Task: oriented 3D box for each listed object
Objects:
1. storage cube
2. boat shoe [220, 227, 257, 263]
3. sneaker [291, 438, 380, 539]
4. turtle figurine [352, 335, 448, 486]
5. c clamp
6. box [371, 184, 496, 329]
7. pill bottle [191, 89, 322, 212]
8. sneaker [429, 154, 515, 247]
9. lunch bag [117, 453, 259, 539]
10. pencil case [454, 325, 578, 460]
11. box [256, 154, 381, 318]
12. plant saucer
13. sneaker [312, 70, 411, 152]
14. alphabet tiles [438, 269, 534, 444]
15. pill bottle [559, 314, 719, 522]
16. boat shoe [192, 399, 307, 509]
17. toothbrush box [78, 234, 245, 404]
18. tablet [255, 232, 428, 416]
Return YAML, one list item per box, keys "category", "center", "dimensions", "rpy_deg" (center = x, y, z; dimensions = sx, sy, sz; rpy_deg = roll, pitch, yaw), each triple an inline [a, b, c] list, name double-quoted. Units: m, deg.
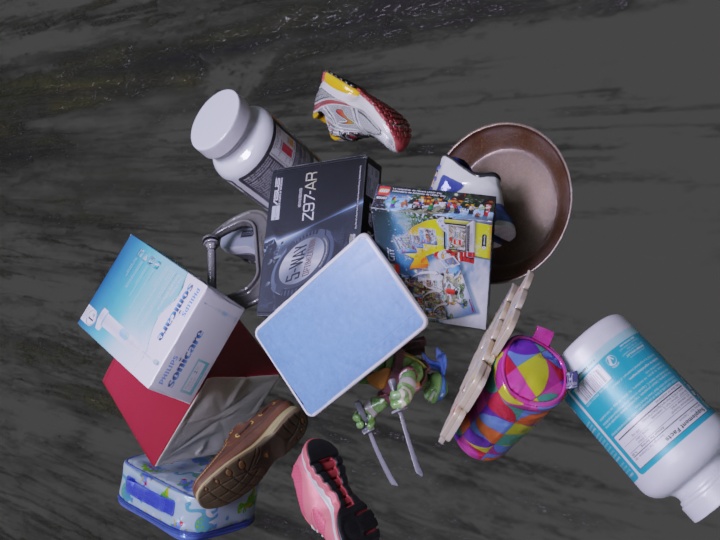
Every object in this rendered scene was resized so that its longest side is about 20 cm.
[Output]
- category: "storage cube"
  center: [-0.264, 0.167, 1.057]
  dimensions: [0.180, 0.169, 0.202]
  rpy_deg: [44, 108, 29]
- category: "boat shoe"
  center: [-0.144, -0.037, 1.049]
  dimensions: [0.197, 0.066, 0.072]
  rpy_deg: [-1, 62, 45]
- category: "sneaker"
  center: [-0.039, 0.345, 0.953]
  dimensions: [0.087, 0.072, 0.203]
  rpy_deg: [-49, 56, 35]
- category: "turtle figurine"
  center: [0.010, 0.165, 0.858]
  dimensions: [0.190, 0.144, 0.205]
  rpy_deg: [24, 90, 0]
- category: "c clamp"
  center: [-0.198, 0.000, 0.981]
  dimensions: [0.166, 0.027, 0.204]
  rpy_deg: [-18, 52, 17]
- category: "box"
  center: [0.089, -0.011, 0.797]
  dimensions: [0.132, 0.203, 0.038]
  rpy_deg: [9, 53, 14]
- category: "pill bottle"
  center: [-0.145, -0.165, 0.985]
  dimensions: [0.114, 0.199, 0.120]
  rpy_deg: [-17, 57, 28]
- category: "sneaker"
  center: [0.105, -0.076, 0.853]
  dimensions: [0.196, 0.080, 0.119]
  rpy_deg: [-16, 62, 37]
- category: "lunch bag"
  center: [-0.270, 0.345, 1.046]
  dimensions: [0.196, 0.159, 0.085]
  rpy_deg: [9, 89, 34]
- category: "pencil case"
  center: [0.165, 0.147, 0.756]
  dimensions: [0.090, 0.086, 0.202]
  rpy_deg: [60, 156, 24]
- category: "box"
  center: [-0.054, -0.039, 0.883]
  dimensions: [0.156, 0.043, 0.207]
  rpy_deg: [-2, 76, 32]
- category: "plant saucer"
  center: [0.179, -0.084, 0.862]
  dimensions: [0.196, 0.036, 0.207]
  rpy_deg: [-4, 82, 35]
- category: "sneaker"
  center: [0.000, -0.217, 0.986]
  dimensions: [0.200, 0.077, 0.084]
  rpy_deg: [42, 112, 40]
- category: "alphabet tiles"
  center: [0.140, 0.099, 0.768]
  dimensions: [0.014, 0.200, 0.199]
  rpy_deg: [28, 127, 8]
- category: "pill bottle"
  center: [0.300, 0.154, 0.704]
  dimensions: [0.111, 0.110, 0.201]
  rpy_deg: [-48, 62, 20]
- category: "boat shoe"
  center: [-0.166, 0.264, 0.986]
  dimensions: [0.067, 0.199, 0.074]
  rpy_deg: [23, 138, 39]
- category: "toothbrush box"
  center: [-0.274, 0.062, 0.919]
  dimensions: [0.197, 0.085, 0.149]
  rpy_deg: [25, 82, 38]
- category: "tablet"
  center: [-0.027, 0.067, 0.796]
  dimensions: [0.199, 0.014, 0.131]
  rpy_deg: [-40, 81, 20]
